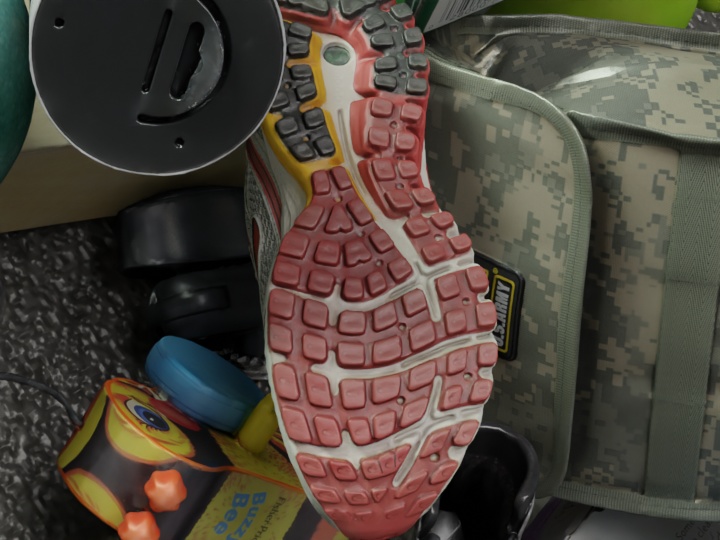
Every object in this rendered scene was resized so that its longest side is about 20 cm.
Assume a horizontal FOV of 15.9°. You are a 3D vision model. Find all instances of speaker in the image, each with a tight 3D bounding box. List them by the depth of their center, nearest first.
[{"bbox_3d":[-0.071,-0.097,0.866,0.081,0.081,0.200,29,14,-16],"label":"speaker"}]

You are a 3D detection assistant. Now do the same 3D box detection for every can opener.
[{"bbox_3d":[-0.002,0.004,1.022,0.199,0.063,0.079,-2,89,-33],"label":"can opener"}]

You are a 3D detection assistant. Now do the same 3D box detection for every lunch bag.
[{"bbox_3d":[0.098,-0.002,0.951,0.199,0.165,0.118,5,27,4],"label":"lunch bag"}]

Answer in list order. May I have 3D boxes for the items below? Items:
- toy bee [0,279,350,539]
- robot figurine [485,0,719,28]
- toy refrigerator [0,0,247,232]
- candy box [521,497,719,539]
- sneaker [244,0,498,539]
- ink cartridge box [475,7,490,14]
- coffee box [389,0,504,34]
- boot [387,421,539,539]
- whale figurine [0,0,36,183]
[{"bbox_3d":[-0.069,0.078,0.919,0.199,0.132,0.109,5,23,-22],"label":"toy bee"},{"bbox_3d":[0.094,-0.169,1.127,0.175,0.115,0.201,23,58,-31],"label":"robot figurine"},{"bbox_3d":[-0.105,-0.065,0.995,0.199,0.070,0.076,-10,66,-34],"label":"toy refrigerator"},{"bbox_3d":[0.168,0.144,1.052,0.200,0.072,0.168,47,54,-3],"label":"candy box"},{"bbox_3d":[0.000,0.000,0.885,0.077,0.082,0.201,1,61,-9],"label":"sneaker"},{"bbox_3d":[-0.003,-0.195,1.012,0.144,0.085,0.200,-40,81,-21],"label":"ink cartridge box"},{"bbox_3d":[0.076,-0.174,0.948,0.199,0.044,0.123,-25,74,-19],"label":"coffee box"},{"bbox_3d":[0.016,0.162,0.911,0.069,0.132,0.201,9,61,-10],"label":"boot"},{"bbox_3d":[-0.176,-0.061,0.808,0.160,0.103,0.200,60,28,-3],"label":"whale figurine"}]
